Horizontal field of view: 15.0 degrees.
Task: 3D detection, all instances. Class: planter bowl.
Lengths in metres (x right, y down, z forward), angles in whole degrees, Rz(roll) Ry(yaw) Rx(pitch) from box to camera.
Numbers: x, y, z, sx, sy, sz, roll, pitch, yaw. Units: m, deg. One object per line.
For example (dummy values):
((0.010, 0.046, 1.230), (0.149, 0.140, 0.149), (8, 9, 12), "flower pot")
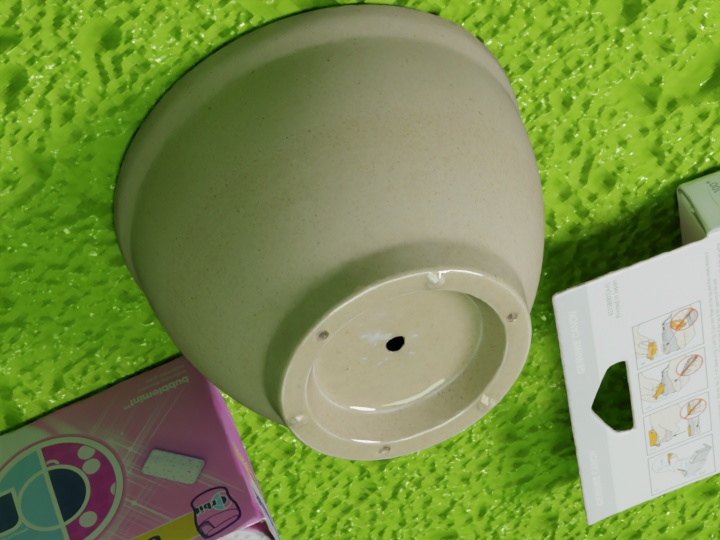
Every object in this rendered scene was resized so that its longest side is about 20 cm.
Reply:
((0.000, 0.000, 1.238), (0.199, 0.135, 0.201), (-13, 137, -12), "planter bowl")

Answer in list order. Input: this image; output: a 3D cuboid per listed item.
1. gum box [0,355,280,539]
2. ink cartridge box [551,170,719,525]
((-0.144, 0.135, 1.321), (0.199, 0.114, 0.066), (-24, 138, -1), "gum box")
((0.183, 0.033, 1.426), (0.173, 0.044, 0.200), (-19, 138, -5), "ink cartridge box")
